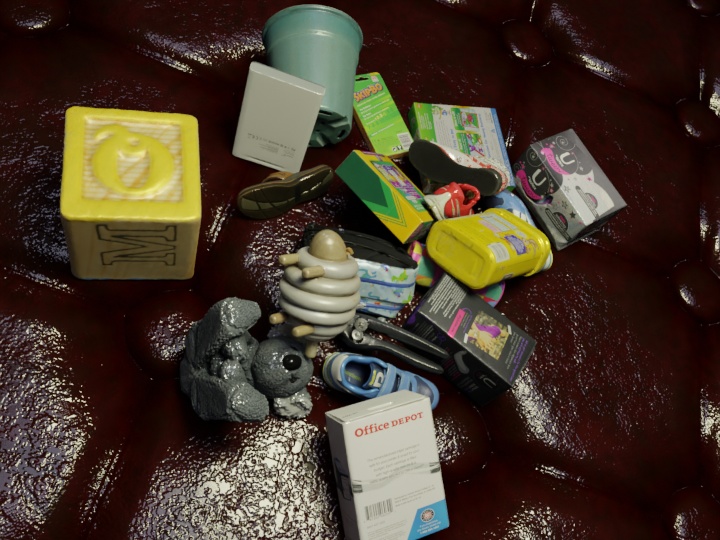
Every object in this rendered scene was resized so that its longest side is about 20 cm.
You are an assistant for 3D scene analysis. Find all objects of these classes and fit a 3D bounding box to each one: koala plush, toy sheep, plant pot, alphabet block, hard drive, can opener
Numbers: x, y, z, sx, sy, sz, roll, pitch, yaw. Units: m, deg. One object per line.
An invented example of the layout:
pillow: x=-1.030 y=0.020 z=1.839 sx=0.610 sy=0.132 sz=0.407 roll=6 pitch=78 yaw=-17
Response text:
koala plush: x=-0.157 y=0.147 z=1.030 sx=0.198 sy=0.183 sz=0.180 roll=4 pitch=70 yaw=-39
toy sheep: x=-0.064 y=0.036 z=0.992 sx=0.136 sy=0.203 sz=0.138 roll=13 pitch=19 yaw=-5
plant pot: x=-0.090 y=-0.357 z=1.272 sx=0.197 sy=0.200 sz=0.199 roll=3 pitch=71 yaw=-16
alphabet block: x=-0.356 y=-0.113 z=1.049 sx=0.194 sy=0.200 sz=0.198 roll=-1 pitch=65 yaw=-19
hard drive: x=-0.150 y=-0.264 z=1.190 sx=0.130 sy=0.201 sz=0.027 roll=17 pitch=51 yaw=-9
can opener: x=0.053 y=0.117 z=1.114 sx=0.197 sy=0.079 sz=0.064 roll=16 pitch=87 yaw=8

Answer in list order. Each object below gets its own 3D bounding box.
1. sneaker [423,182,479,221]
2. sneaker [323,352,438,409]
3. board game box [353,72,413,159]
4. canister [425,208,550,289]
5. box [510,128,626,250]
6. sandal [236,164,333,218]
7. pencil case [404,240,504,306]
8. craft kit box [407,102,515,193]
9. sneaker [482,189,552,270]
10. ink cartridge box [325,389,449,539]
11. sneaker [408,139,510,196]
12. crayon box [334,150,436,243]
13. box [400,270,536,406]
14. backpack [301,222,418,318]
sneaker: x=0.188 y=-0.119 z=1.241 sx=0.078 sy=0.084 sz=0.200 roll=59 pitch=19 yaw=13
sneaker: x=0.037 y=0.187 z=1.083 sx=0.197 sy=0.082 sz=0.075 roll=17 pitch=73 yaw=-8
board game box: x=0.035 y=-0.319 z=1.379 sx=0.094 sy=0.030 sz=0.202 roll=-16 pitch=73 yaw=-25
canister: x=0.225 y=-0.042 z=1.178 sx=0.148 sy=0.087 sz=0.199 roll=38 pitch=31 yaw=30
box: x=0.421 y=-0.169 z=1.379 sx=0.131 sy=0.115 sz=0.201 roll=-23 pitch=73 yaw=-27
sandal: x=-0.140 y=-0.154 z=1.214 sx=0.198 sy=0.082 sz=0.055 roll=-27 pitch=58 yaw=-26
pencil case: x=0.164 y=0.009 z=1.229 sx=0.197 sy=0.089 sz=0.089 roll=17 pitch=60 yaw=-8
craft kit box: x=0.209 y=-0.252 z=1.394 sx=0.195 sy=0.049 sz=0.203 roll=2 pitch=64 yaw=-20
sneaker: x=0.295 y=-0.077 z=1.319 sx=0.082 sy=0.074 sz=0.201 roll=-25 pitch=73 yaw=-24
ink cartridge box: x=0.039 y=0.297 z=0.998 sx=0.145 sy=0.086 sz=0.203 roll=-11 pitch=93 yaw=-23
sneaker: x=0.197 y=-0.202 z=1.311 sx=0.200 sy=0.068 sz=0.108 roll=26 pitch=23 yaw=22
crayon box: x=0.059 y=-0.134 z=1.212 sx=0.173 sy=0.058 sz=0.200 roll=48 pitch=18 yaw=8
box: x=0.180 y=0.119 z=1.153 sx=0.199 sy=0.122 sz=0.106 roll=39 pitch=58 yaw=3
backpack: x=0.000 y=0.000 z=1.138 sx=0.197 sy=0.163 sz=0.156 roll=-2 pitch=105 yaw=-7
